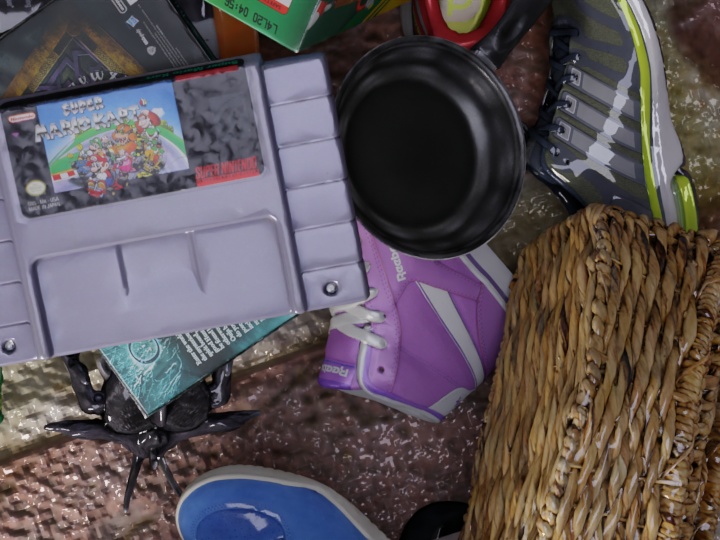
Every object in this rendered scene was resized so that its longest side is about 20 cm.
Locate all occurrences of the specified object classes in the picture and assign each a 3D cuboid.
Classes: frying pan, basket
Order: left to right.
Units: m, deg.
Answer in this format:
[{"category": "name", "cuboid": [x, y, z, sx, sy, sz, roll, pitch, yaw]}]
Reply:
[{"category": "frying pan", "cuboid": [0.040, -0.098, 1.187, 0.114, 0.031, 0.191, 19, 75, -24]}, {"category": "basket", "cuboid": [0.151, 0.081, 1.177, 0.148, 0.143, 0.201, 19, 70, -14]}]

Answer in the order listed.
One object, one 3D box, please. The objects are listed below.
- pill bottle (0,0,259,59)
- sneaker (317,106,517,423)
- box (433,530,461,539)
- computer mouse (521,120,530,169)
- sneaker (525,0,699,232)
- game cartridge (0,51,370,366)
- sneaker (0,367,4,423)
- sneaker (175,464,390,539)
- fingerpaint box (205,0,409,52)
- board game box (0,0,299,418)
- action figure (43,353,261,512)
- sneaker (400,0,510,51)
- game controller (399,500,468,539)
[{"category": "pill bottle", "cuboid": [-0.154, -0.132, 1.214, 0.199, 0.106, 0.107, -8, 96, -3]}, {"category": "sneaker", "cuboid": [0.000, 0.000, 1.225, 0.201, 0.073, 0.114, 47, 73, -22]}, {"category": "box", "cuboid": [0.021, 0.230, 1.267, 0.199, 0.036, 0.145, -20, 102, 16]}, {"category": "computer mouse", "cuboid": [0.000, -0.070, 1.270, 0.199, 0.034, 0.059, -1, 95, -5]}, {"category": "sneaker", "cuboid": [0.124, -0.088, 1.254, 0.081, 0.074, 0.201, -18, 95, -10]}, {"category": "game cartridge", "cuboid": [-0.104, -0.031, 1.132, 0.199, 0.038, 0.130, -10, 106, 2]}, {"category": "sneaker", "cuboid": [-0.219, 0.044, 1.246, 0.083, 0.074, 0.201, 33, 101, -4]}, {"category": "sneaker", "cuboid": [-0.015, 0.180, 1.181, 0.200, 0.111, 0.077, 36, 109, -2]}, {"category": "fingerpaint box", "cuboid": [-0.069, -0.197, 1.152, 0.199, 0.167, 0.074, 30, 115, 12]}, {"category": "board game box", "cuboid": [-0.111, -0.044, 1.160, 0.135, 0.028, 0.200, -33, 99, 7]}, {"category": "action figure", "cuboid": [-0.113, 0.022, 1.237, 0.118, 0.102, 0.201, -1, 103, -11]}, {"category": "sneaker", "cuboid": [0.063, -0.205, 1.235, 0.076, 0.085, 0.201, 0, 96, -5]}, {"category": "game controller", "cuboid": [0.113, 0.198, 1.308, 0.199, 0.042, 0.105, 14, 80, -6]}]
